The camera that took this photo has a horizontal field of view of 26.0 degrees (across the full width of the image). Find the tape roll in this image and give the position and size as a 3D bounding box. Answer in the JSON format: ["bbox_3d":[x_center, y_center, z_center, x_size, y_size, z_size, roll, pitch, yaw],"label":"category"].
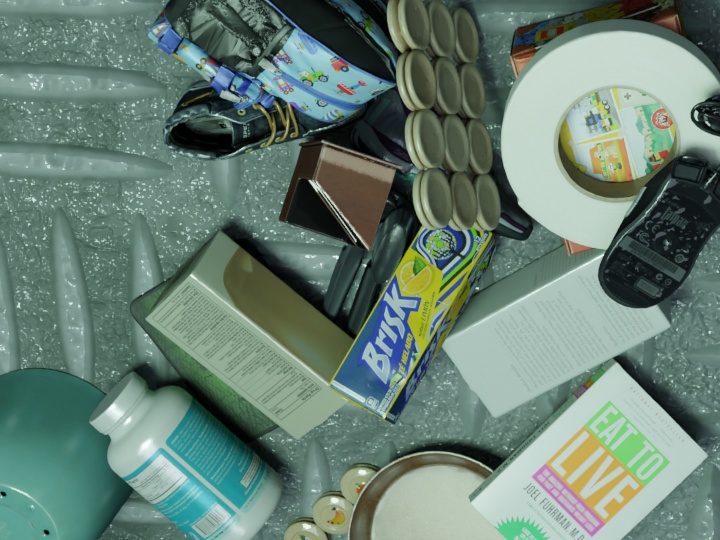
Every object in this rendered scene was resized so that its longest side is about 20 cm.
[{"bbox_3d":[0.219,-0.114,1.339,0.202,0.037,0.203,3,117,7],"label":"tape roll"}]

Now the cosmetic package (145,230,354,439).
[{"bbox_3d":[-0.099,0.065,1.533,0.200,0.071,0.105,40,136,-12],"label":"cosmetic package"}]

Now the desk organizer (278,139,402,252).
[{"bbox_3d":[-0.023,-0.068,1.386,0.071,0.200,0.077,18,91,-8],"label":"desk organizer"}]

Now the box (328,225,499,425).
[{"bbox_3d":[0.051,0.042,1.459,0.064,0.070,0.200,29,86,14],"label":"box"}]

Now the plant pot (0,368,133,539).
[{"bbox_3d":[-0.348,0.230,1.631,0.200,0.161,0.201,4,118,8],"label":"plant pot"}]

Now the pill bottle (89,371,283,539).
[{"bbox_3d":[-0.183,0.195,1.612,0.200,0.111,0.111,44,115,-12],"label":"pill bottle"}]

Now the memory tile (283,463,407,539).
[{"bbox_3d":[-0.003,0.306,1.689,0.153,0.017,0.200,38,117,-9],"label":"memory tile"}]

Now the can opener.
[{"bbox_3d":[0.000,0.000,1.513,0.063,0.079,0.200,31,131,2],"label":"can opener"}]

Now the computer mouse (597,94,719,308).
[{"bbox_3d":[0.297,-0.045,1.321,0.140,0.046,0.200,24,113,-9],"label":"computer mouse"}]

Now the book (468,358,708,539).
[{"bbox_3d":[0.223,0.202,1.545,0.134,0.048,0.200,44,94,-7],"label":"book"}]

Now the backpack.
[{"bbox_3d":[-0.059,-0.208,1.351,0.200,0.183,0.135,35,117,-13],"label":"backpack"}]

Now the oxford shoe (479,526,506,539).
[{"bbox_3d":[0.115,0.346,1.664,0.071,0.071,0.200,27,108,4],"label":"oxford shoe"}]

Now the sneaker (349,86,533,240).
[{"bbox_3d":[0.092,-0.104,1.441,0.200,0.074,0.088,30,89,-20],"label":"sneaker"}]

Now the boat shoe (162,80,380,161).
[{"bbox_3d":[-0.081,-0.140,1.437,0.199,0.091,0.071,-6,115,13],"label":"boat shoe"}]

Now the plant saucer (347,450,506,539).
[{"bbox_3d":[0.085,0.282,1.611,0.199,0.034,0.201,2,96,16],"label":"plant saucer"}]

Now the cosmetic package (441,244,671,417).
[{"bbox_3d":[0.186,0.046,1.494,0.200,0.071,0.102,-30,108,22],"label":"cosmetic package"}]

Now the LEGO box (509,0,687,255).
[{"bbox_3d":[0.233,-0.130,1.394,0.148,0.077,0.201,-13,114,16],"label":"LEGO box"}]

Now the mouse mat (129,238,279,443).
[{"bbox_3d":[-0.122,0.077,1.601,0.161,0.008,0.200,-29,107,22],"label":"mouse mat"}]

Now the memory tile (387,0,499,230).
[{"bbox_3d":[0.073,-0.134,1.343,0.017,0.153,0.201,-8,88,29],"label":"memory tile"}]
